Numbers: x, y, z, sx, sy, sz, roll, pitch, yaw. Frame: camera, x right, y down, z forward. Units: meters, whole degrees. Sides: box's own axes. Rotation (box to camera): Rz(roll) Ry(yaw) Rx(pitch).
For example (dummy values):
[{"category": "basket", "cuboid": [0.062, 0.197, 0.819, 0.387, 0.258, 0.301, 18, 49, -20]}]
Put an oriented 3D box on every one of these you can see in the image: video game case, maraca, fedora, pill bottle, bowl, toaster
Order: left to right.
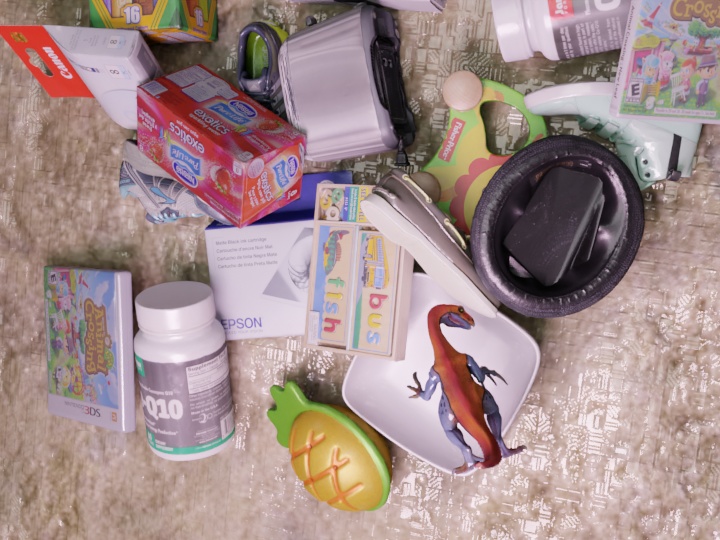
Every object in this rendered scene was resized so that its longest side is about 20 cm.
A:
[{"category": "video game case", "cuboid": [-0.354, 0.097, 1.360, 0.181, 0.022, 0.202, 3, 96, 43]}, {"category": "pill bottle", "cuboid": [-0.219, 0.123, 1.300, 0.112, 0.113, 0.201, 2, 111, 16]}, {"category": "maraca", "cuboid": [-0.041, 0.215, 1.284, 0.200, 0.107, 0.138, 36, 133, 25]}, {"category": "toaster", "cuboid": [-0.015, -0.207, 1.239, 0.128, 0.114, 0.202, -10, 94, 22]}, {"category": "bowl", "cuboid": [0.101, 0.118, 1.251, 0.199, 0.075, 0.201, 32, 102, 12]}, {"category": "fedora", "cuboid": [0.211, -0.049, 1.162, 0.199, 0.092, 0.202, 0, 95, -1]}, {"category": "pill bottle", "cuboid": [0.249, -0.295, 1.153, 0.199, 0.114, 0.115, -8, 92, 16]}, {"category": "video game case", "cuboid": [0.362, -0.245, 1.094, 0.199, 0.022, 0.183, 0, 110, -23]}]

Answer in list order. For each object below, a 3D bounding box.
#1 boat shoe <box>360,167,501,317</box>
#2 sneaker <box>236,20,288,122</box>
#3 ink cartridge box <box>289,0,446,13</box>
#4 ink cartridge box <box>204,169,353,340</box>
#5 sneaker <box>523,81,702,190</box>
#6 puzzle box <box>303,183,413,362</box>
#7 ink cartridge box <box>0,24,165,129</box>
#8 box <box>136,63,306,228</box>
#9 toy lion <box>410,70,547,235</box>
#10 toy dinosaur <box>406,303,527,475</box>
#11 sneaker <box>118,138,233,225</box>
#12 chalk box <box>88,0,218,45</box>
[{"category": "boat shoe", "cuboid": [0.090, -0.029, 1.160, 0.202, 0.072, 0.060, 43, 72, -14]}, {"category": "sneaker", "cuboid": [-0.120, -0.209, 1.284, 0.073, 0.081, 0.202, -10, 92, 17]}, {"category": "ink cartridge box", "cuboid": [0.003, -0.388, 1.232, 0.198, 0.084, 0.146, 8, 97, 15]}, {"category": "ink cartridge box", "cuboid": [-0.097, -0.017, 1.314, 0.198, 0.041, 0.202, -5, 93, 17]}, {"category": "sneaker", "cuboid": [0.279, -0.147, 1.167, 0.199, 0.074, 0.119, 3, 96, 5]}, {"category": "puzzle box", "cuboid": [0.000, 0.000, 1.229, 0.132, 0.025, 0.202, 5, 91, 33]}, {"category": "ink cartridge box", "cuboid": [-0.339, -0.238, 1.305, 0.198, 0.160, 0.048, 6, 67, 15]}, {"category": "box", "cuboid": [-0.168, -0.151, 1.243, 0.200, 0.099, 0.096, 36, 137, 28]}, {"category": "toy lion", "cuboid": [0.158, -0.110, 1.227, 0.191, 0.069, 0.201, 23, 100, 6]}, {"category": "toy dinosaur", "cuboid": [0.119, 0.118, 1.136, 0.104, 0.200, 0.183, -16, 81, -11]}, {"category": "sneaker", "cuboid": [-0.227, -0.093, 1.327, 0.199, 0.077, 0.087, 29, 107, 29]}, {"category": "chalk box", "cuboid": [-0.255, -0.385, 1.287, 0.123, 0.125, 0.202, 0, 96, 16]}]
